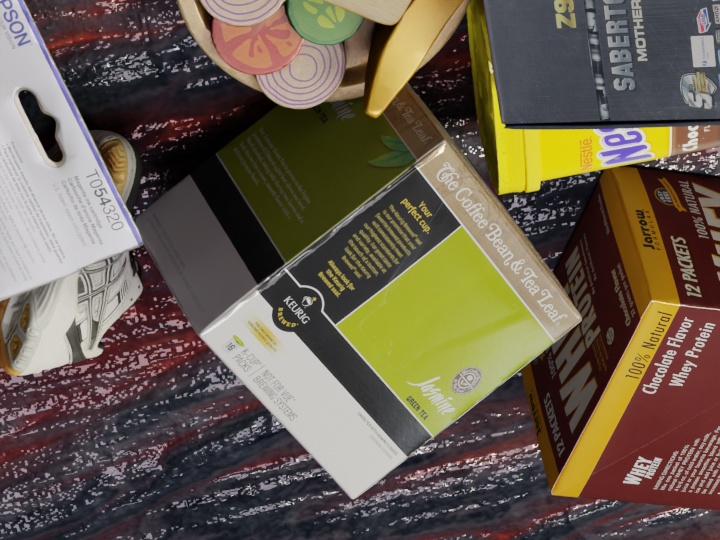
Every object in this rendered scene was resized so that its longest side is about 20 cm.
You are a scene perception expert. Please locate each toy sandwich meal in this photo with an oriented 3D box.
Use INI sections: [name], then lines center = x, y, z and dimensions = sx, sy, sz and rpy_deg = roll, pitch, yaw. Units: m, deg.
[toy sandwich meal]
center = -0.014, -0.179, 1.614
dimensions = 0.204, 0.070, 0.206
rpy_deg = -3, 122, -5

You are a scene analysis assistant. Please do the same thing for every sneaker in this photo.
[sneaker]
center = -0.177, -0.016, 1.785
dimensions = 0.087, 0.076, 0.200
rpy_deg = -4, 139, -37

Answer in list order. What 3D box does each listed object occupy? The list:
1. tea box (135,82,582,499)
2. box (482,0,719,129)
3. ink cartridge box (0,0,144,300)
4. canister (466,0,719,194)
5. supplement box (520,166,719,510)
[tea box]
center = 0.000, 0.000, 1.747
dimensions = 0.196, 0.134, 0.200
rpy_deg = -37, 133, 3
[box]
center = 0.147, -0.182, 1.568
dimensions = 0.157, 0.051, 0.201
rpy_deg = 1, 113, 23
[ink cartridge box]
center = -0.260, -0.069, 1.678
dimensions = 0.199, 0.043, 0.197
rpy_deg = -20, 114, 9
[canister]
center = 0.173, -0.133, 1.714
dimensions = 0.199, 0.087, 0.149
rpy_deg = -11, 135, -3
[supplement box]
center = 0.240, 0.051, 1.879
dimensions = 0.199, 0.133, 0.198
rpy_deg = 6, 134, -18
